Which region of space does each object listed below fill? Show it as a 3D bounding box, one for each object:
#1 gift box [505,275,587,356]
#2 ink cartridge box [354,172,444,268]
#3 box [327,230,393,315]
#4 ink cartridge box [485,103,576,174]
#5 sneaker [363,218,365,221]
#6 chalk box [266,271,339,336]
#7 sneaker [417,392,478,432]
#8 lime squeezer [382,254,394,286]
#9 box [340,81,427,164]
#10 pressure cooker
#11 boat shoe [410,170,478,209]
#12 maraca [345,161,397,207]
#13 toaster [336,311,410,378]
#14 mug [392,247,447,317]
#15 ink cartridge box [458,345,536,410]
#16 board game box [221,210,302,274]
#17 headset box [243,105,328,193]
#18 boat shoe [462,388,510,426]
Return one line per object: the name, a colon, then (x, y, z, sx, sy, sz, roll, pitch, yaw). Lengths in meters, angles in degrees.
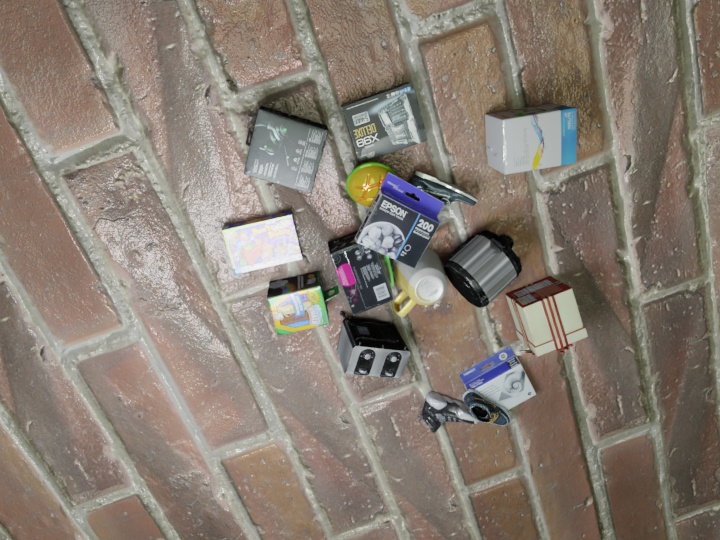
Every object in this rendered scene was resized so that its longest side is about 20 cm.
gift box: (0.548, 0.149, 1.672, 0.199, 0.185, 0.188, -22, 103, 5)
ink cartridge box: (0.111, -0.130, 1.475, 0.197, 0.043, 0.201, 23, 101, -25)
box: (0.000, 0.000, 1.577, 0.131, 0.115, 0.201, -21, 112, -1)
ink cartridge box: (0.455, -0.357, 1.481, 0.198, 0.147, 0.147, -10, 112, -4)
sneaker: (0.113, -0.148, 1.556, 0.198, 0.075, 0.106, 14, 89, -8)
chalk box: (-0.157, 0.089, 1.585, 0.198, 0.125, 0.125, -11, 112, -1)
sneaker: (0.287, 0.485, 1.819, 0.199, 0.076, 0.114, 24, 107, -9)
lime squeezer: (0.105, -0.058, 1.593, 0.038, 0.070, 0.201, 42, 70, -54)
box: (0.063, -0.394, 1.470, 0.198, 0.050, 0.159, -18, 112, 0)
pressure cooker: (0.363, -0.015, 1.579, 0.200, 0.176, 0.179, -41, 111, -7)
boat shoe: (0.234, -0.218, 1.545, 0.198, 0.075, 0.062, 20, 106, -12)
maraca: (0.047, -0.224, 1.507, 0.137, 0.108, 0.199, -35, 136, 25)
toaster: (0.029, 0.227, 1.635, 0.179, 0.200, 0.120, 9, 112, -18)
mug: (0.180, 0.043, 1.595, 0.148, 0.153, 0.188, 3, 111, -9)
ink cartridge box: (0.454, 0.378, 1.814, 0.199, 0.041, 0.201, -31, 111, 5)
board game box: (-0.275, -0.079, 1.550, 0.198, 0.045, 0.136, -13, 112, -2)
headset box: (-0.202, -0.319, 1.442, 0.198, 0.093, 0.175, 13, 109, -11)
boat shoe: (0.414, 0.467, 1.774, 0.199, 0.091, 0.071, 34, 106, -16)
